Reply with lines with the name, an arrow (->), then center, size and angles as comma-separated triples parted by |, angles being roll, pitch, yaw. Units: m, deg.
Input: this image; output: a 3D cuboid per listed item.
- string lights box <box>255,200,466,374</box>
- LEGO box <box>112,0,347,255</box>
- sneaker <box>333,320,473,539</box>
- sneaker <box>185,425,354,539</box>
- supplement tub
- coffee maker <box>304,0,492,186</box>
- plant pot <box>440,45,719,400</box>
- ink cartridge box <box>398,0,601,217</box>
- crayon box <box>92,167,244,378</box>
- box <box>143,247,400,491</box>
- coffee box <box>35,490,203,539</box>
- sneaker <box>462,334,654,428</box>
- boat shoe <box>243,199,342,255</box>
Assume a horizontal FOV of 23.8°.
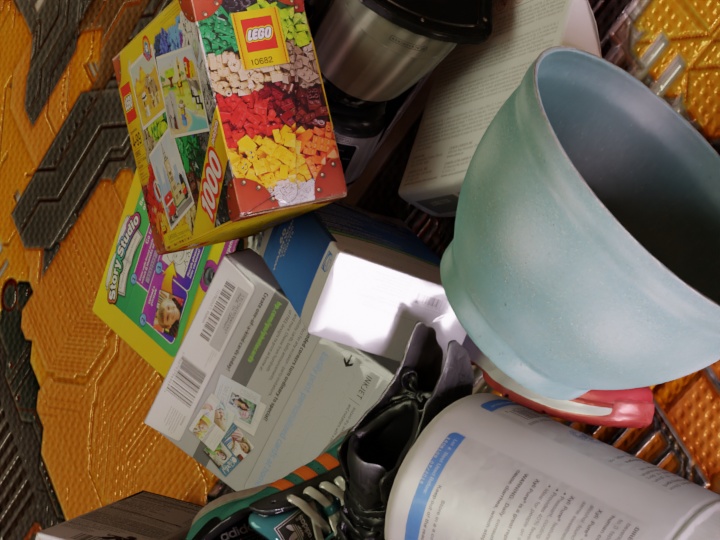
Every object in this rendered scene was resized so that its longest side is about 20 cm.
string lights box -> 0.000, 0.000, 1.166 | 0.200, 0.102, 0.059 | -129, 59, -70
LEGO box -> -0.093, -0.101, 1.152 | 0.200, 0.077, 0.150 | -18, 85, 67
sneaker -> 0.011, 0.138, 1.066 | 0.060, 0.104, 0.200 | 30, 78, 40
sneaker -> -0.031, 0.167, 1.163 | 0.199, 0.080, 0.072 | -27, 101, 10
supplement tub -> 0.125, 0.164, 1.003 | 0.199, 0.132, 0.133 | 24, 103, 36
coffee maker -> 0.009, -0.182, 1.208 | 0.200, 0.134, 0.192 | -46, 10, 51
plant pot -> 0.131, -0.010, 0.985 | 0.134, 0.200, 0.201 | -45, 53, 29
ink cartridge box -> 0.108, -0.141, 1.151 | 0.162, 0.057, 0.201 | -9, 57, 61
crayon box -> -0.135, -0.019, 1.419 | 0.172, 0.058, 0.201 | 36, 111, 47
box -> -0.045, 0.103, 1.243 | 0.200, 0.041, 0.156 | 35, 113, 18
coffee box -> -0.183, 0.247, 1.323 | 0.079, 0.200, 0.114 | 13, 95, 15
sneaker -> 0.120, 0.021, 1.099 | 0.200, 0.078, 0.116 | 26, 106, 47
boat shoe -> -0.049, -0.033, 1.308 | 0.074, 0.066, 0.201 | 9, 87, 30
